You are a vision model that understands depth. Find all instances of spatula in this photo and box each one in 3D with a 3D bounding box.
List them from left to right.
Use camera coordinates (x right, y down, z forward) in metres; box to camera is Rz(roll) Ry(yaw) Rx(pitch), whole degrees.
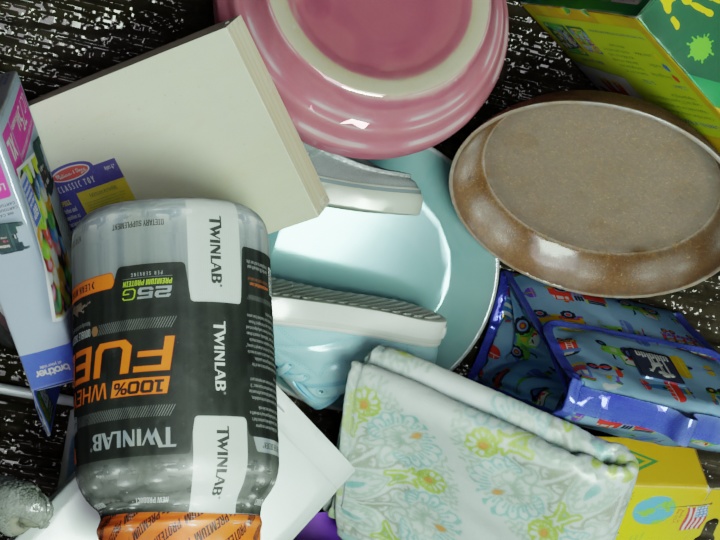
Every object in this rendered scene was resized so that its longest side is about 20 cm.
[{"bbox_3d":[0.028,0.178,1.227,0.198,0.021,0.057,-17,127,-13],"label":"spatula"}]

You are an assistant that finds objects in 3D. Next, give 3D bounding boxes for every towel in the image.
[{"bbox_3d":[0.072,0.150,1.111,0.199,0.048,0.172,22,135,14],"label":"towel"}]

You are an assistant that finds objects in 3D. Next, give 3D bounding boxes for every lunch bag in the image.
[{"bbox_3d":[0.180,0.082,1.146,0.149,0.200,0.095,14,101,-16],"label":"lunch bag"}]

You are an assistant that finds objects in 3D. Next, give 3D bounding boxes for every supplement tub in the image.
[{"bbox_3d":[-0.110,0.066,0.997,0.121,0.123,0.202,-1,76,-13],"label":"supplement tub"}]

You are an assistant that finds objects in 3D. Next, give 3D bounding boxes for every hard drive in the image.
[{"bbox_3d":[-0.115,0.154,1.068,0.132,0.026,0.200,47,74,-10],"label":"hard drive"}]

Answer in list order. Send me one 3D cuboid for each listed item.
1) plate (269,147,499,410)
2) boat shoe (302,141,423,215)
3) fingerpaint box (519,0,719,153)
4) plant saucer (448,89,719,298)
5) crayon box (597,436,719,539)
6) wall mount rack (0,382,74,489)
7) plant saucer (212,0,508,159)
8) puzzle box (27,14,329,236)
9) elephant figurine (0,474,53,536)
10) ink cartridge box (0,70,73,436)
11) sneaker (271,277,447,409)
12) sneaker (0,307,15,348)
[{"bbox_3d":[0.000,0.000,1.177,0.198,0.026,0.202,-3,103,-12],"label":"plate"},{"bbox_3d":[-0.051,-0.086,1.099,0.199,0.070,0.072,15,94,6],"label":"boat shoe"},{"bbox_3d":[0.215,-0.139,1.100,0.073,0.200,0.167,-46,108,-2],"label":"fingerpaint box"},{"bbox_3d":[0.159,-0.054,1.117,0.199,0.200,0.035,31,52,-18],"label":"plant saucer"},{"bbox_3d":[0.168,0.181,1.220,0.198,0.051,0.128,4,131,-14],"label":"crayon box"},{"bbox_3d":[-0.214,0.141,1.124,0.172,0.074,0.202,7,83,23],"label":"wall mount rack"},{"bbox_3d":[0.006,-0.174,1.077,0.199,0.051,0.202,4,75,-15],"label":"plant saucer"},{"bbox_3d":[-0.132,-0.070,1.072,0.199,0.025,0.134,-16,111,28],"label":"puzzle box"},{"bbox_3d":[-0.281,0.090,1.032,0.199,0.142,0.155,-25,117,32],"label":"elephant figurine"},{"bbox_3d":[-0.205,-0.012,1.045,0.042,0.120,0.202,-12,113,0],"label":"ink cartridge box"},{"bbox_3d":[-0.040,0.053,1.129,0.198,0.074,0.083,11,98,-14],"label":"sneaker"},{"bbox_3d":[-0.304,-0.011,1.087,0.115,0.076,0.201,-34,101,6],"label":"sneaker"}]
